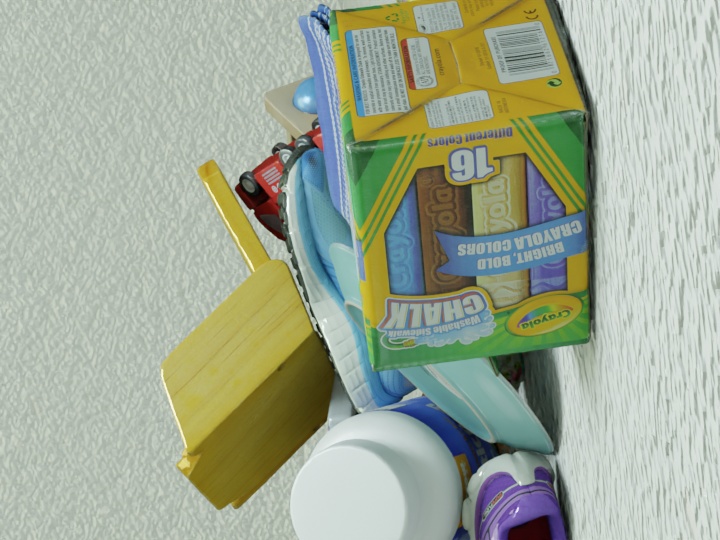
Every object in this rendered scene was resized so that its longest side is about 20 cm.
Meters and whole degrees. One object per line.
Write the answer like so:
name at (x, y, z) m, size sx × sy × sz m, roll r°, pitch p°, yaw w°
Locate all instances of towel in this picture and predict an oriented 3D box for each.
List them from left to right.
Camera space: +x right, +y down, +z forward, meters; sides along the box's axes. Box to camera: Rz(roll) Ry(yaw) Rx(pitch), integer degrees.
towel at (-0.010, -0.083, 1.236) m, size 0.200 × 0.024 × 0.146 m, roll -116°, pitch 17°, yaw -73°

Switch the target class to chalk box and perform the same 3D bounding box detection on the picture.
chalk box at (0.054, -0.032, 1.065) m, size 0.125 × 0.123 × 0.201 m, roll -99°, pitch 3°, yaw -50°

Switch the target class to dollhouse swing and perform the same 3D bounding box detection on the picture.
dollhouse swing at (-0.114, 0.051, 1.540) m, size 0.176 × 0.182 × 0.200 m, roll 44°, pitch 172°, yaw 17°

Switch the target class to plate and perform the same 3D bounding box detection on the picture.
plate at (0.046, 0.059, 1.298) m, size 0.200 × 0.026 × 0.200 m, roll 43°, pitch 172°, yaw 7°

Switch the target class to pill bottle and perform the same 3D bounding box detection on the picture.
pill bottle at (0.027, 0.148, 1.345) m, size 0.200 × 0.111 × 0.113 m, roll -6°, pitch -91°, yaw -70°

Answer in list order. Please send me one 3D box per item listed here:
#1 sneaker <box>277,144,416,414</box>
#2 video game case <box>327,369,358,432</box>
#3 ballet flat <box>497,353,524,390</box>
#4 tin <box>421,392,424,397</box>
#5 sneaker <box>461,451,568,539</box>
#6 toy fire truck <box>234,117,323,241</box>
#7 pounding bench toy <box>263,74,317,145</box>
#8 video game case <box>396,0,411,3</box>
sneaker at (0.000, 0.000, 1.429) m, size 0.078 × 0.089 × 0.201 m, roll -130°, pitch 18°, yaw -79°
video game case at (0.000, 0.155, 1.559) m, size 0.200 × 0.023 × 0.183 m, roll -80°, pitch -15°, yaw -68°
ballet flat at (0.050, 0.007, 1.365) m, size 0.075 × 0.064 × 0.201 m, roll -9°, pitch 110°, yaw 50°
tin at (0.074, 0.103, 1.518) m, size 0.112 × 0.041 × 0.201 m, roll -87°, pitch 8°, yaw -59°
sneaker at (0.102, 0.220, 1.287) m, size 0.084 × 0.080 × 0.202 m, roll -115°, pitch 18°, yaw -64°
toy fire truck at (0.000, -0.049, 1.477) m, size 0.141 × 0.049 × 0.200 m, roll 52°, pitch 146°, yaw -7°
pounding bench toy at (0.026, -0.067, 1.584) m, size 0.200 × 0.123 × 0.157 m, roll 45°, pitch 149°, yaw 43°
video game case at (0.053, -0.212, 1.787) m, size 0.200 × 0.025 × 0.183 m, roll -109°, pitch 12°, yaw -83°
